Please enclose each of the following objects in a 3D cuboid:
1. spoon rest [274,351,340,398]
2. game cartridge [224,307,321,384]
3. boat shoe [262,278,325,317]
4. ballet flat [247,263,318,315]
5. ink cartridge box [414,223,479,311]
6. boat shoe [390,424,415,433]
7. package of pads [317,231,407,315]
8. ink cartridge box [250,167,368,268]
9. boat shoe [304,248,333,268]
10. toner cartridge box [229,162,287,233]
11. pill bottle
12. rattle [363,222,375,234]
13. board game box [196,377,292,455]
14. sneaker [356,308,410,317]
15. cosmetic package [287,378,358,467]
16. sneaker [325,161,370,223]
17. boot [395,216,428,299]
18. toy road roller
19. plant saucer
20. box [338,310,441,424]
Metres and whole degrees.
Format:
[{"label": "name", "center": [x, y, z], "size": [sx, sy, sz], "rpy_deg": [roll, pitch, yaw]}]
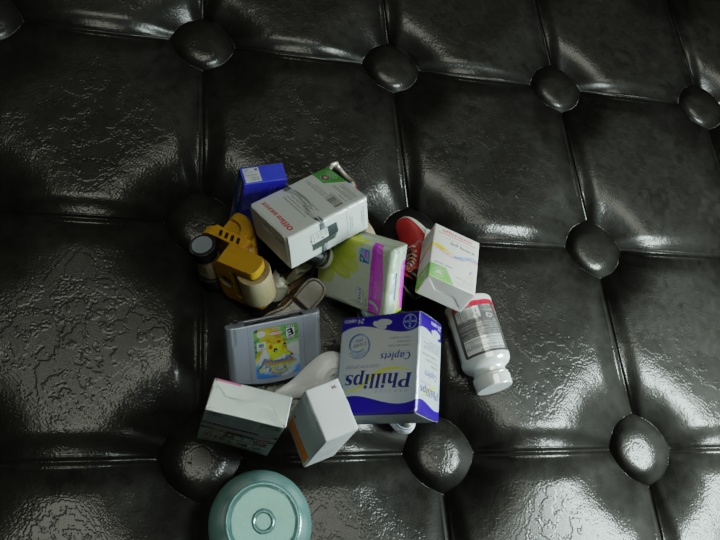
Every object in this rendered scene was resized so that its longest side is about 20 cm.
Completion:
[{"label": "spoon rest", "center": [-0.103, 0.233, 1.581], "size": [0.198, 0.060, 0.101], "rpy_deg": [-23, 106, -29]}, {"label": "game cartridge", "center": [-0.172, 0.157, 1.569], "size": [0.196, 0.136, 0.040], "rpy_deg": [-11, 24, -21]}, {"label": "boat shoe", "center": [-0.150, 0.099, 1.634], "size": [0.199, 0.068, 0.072], "rpy_deg": [-39, 90, -9]}, {"label": "ballet flat", "center": [-0.160, 0.020, 1.667], "size": [0.199, 0.069, 0.068], "rpy_deg": [-39, 81, -29]}, {"label": "ink cartridge box", "center": [0.192, -0.022, 1.700], "size": [0.115, 0.068, 0.202], "rpy_deg": [23, 45, -11]}, {"label": "boat shoe", "center": [0.079, 0.236, 1.635], "size": [0.070, 0.068, 0.204], "rpy_deg": [-1, 65, -18]}, {"label": "package of pads", "center": [0.000, 0.000, 1.637], "size": [0.197, 0.158, 0.068], "rpy_deg": [19, 25, 33]}, {"label": "ink cartridge box", "center": [-0.103, -0.110, 1.588], "size": [0.198, 0.084, 0.146], "rpy_deg": [-28, 47, -24]}, {"label": "boat shoe", "center": [-0.148, -0.057, 1.647], "size": [0.198, 0.076, 0.066], "rpy_deg": [30, 10, 34]}, {"label": "toner cartridge box", "center": [-0.220, -0.147, 1.655], "size": [0.093, 0.201, 0.044], "rpy_deg": [-9, 64, -21]}, {"label": "pill bottle", "center": [0.262, 0.162, 1.705], "size": [0.109, 0.111, 0.203], "rpy_deg": [-7, 66, -20]}, {"label": "rattle", "center": [0.019, -0.097, 1.725], "size": [0.140, 0.130, 0.204], "rpy_deg": [-13, 85, -20]}, {"label": "board game box", "center": [-0.218, 0.274, 1.444], "size": [0.145, 0.201, 0.065], "rpy_deg": [16, 60, -9]}, {"label": "sneaker", "center": [0.087, 0.109, 1.693], "size": [0.197, 0.081, 0.075], "rpy_deg": [22, 59, -6]}, {"label": "cosmetic package", "center": [-0.076, 0.292, 1.480], "size": [0.070, 0.201, 0.103], "rpy_deg": [-16, 69, -24]}, {"label": "sneaker", "center": [-0.030, -0.151, 1.781], "size": [0.074, 0.090, 0.202], "rpy_deg": [-27, 75, -27]}, {"label": "boot", "center": [0.110, -0.032, 1.746], "size": [0.143, 0.072, 0.203], "rpy_deg": [-4, 63, -52]}, {"label": "toy road roller", "center": [-0.244, -0.029, 1.605], "size": [0.197, 0.124, 0.147], "rpy_deg": [24, 59, 20]}, {"label": "plant saucer", "center": [-0.183, 0.470, 1.454], "size": [0.196, 0.036, 0.204], "rpy_deg": [8, 62, -15]}, {"label": "box", "center": [0.057, 0.197, 1.561], "size": [0.181, 0.105, 0.204], "rpy_deg": [-8, 68, 28]}]
